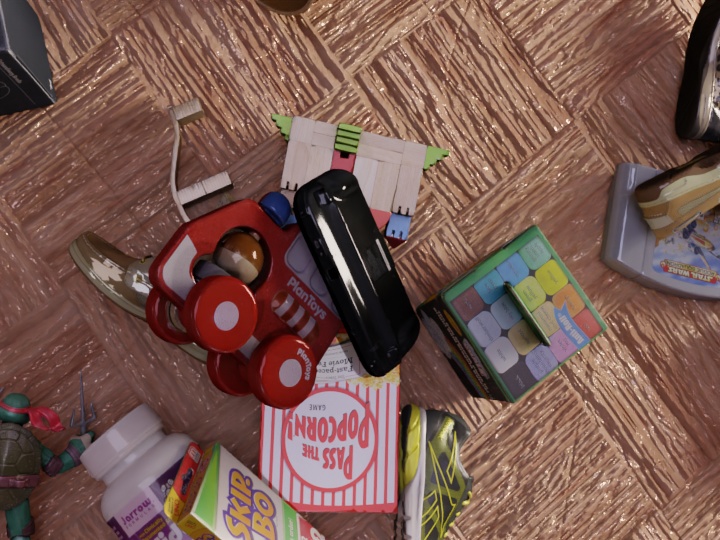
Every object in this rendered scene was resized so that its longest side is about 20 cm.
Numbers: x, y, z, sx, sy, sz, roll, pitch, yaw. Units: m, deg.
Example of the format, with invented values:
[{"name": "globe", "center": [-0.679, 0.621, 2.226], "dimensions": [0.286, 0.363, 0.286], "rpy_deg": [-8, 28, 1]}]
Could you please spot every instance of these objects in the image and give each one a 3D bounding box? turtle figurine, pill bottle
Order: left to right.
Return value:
[{"name": "turtle figurine", "center": [-0.348, 0.193, 0.738], "dimensions": [0.145, 0.101, 0.206], "rpy_deg": [12, 87, -4]}, {"name": "pill bottle", "center": [-0.183, 0.236, 0.739], "dimensions": [0.112, 0.112, 0.201], "rpy_deg": [-39, 88, -10]}]

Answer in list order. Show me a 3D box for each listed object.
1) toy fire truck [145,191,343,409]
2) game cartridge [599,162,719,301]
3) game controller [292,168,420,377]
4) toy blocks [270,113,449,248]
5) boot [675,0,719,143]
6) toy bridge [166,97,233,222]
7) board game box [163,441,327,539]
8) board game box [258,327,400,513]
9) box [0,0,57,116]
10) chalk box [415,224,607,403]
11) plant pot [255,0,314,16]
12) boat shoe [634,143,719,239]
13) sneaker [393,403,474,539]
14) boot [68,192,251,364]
[{"name": "toy fire truck", "center": [-0.096, 0.021, 0.714], "dimensions": [0.200, 0.111, 0.170], "rpy_deg": [47, 63, -28]}, {"name": "game cartridge", "center": [0.382, -0.038, 0.876], "dimensions": [0.194, 0.042, 0.137], "rpy_deg": [13, 77, -4]}, {"name": "game controller", "center": [0.000, 0.000, 0.747], "dimensions": [0.041, 0.104, 0.204], "rpy_deg": [-18, 102, 28]}, {"name": "toy blocks", "center": [-0.014, -0.081, 0.818], "dimensions": [0.194, 0.100, 0.141], "rpy_deg": [11, 93, -4]}, {"name": "boot", "center": [0.468, -0.238, 0.891], "dimensions": [0.146, 0.073, 0.206], "rpy_deg": [15, 85, -3]}, {"name": "toy bridge", "center": [-0.173, -0.088, 0.825], "dimensions": [0.066, 0.027, 0.204], "rpy_deg": [-23, 87, -7]}, {"name": "board game box", "center": [-0.096, 0.249, 0.708], "dimensions": [0.030, 0.096, 0.200], "rpy_deg": [-40, 107, 21]}, {"name": "board game box", "center": [-0.033, 0.149, 0.799], "dimensions": [0.147, 0.046, 0.206], "rpy_deg": [2, 82, -5]}, {"name": "box", "center": [-0.433, -0.220, 0.753], "dimensions": [0.194, 0.148, 0.110], "rpy_deg": [-14, 84, -8]}, {"name": "chalk box", "center": [0.150, 0.046, 0.755], "dimensions": [0.123, 0.200, 0.126], "rpy_deg": [-34, 87, -9]}, {"name": "plant pot", "center": [-0.050, -0.418, 0.818], "dimensions": [0.186, 0.186, 0.200], "rpy_deg": [45, 68, 1]}, {"name": "boat shoe", "center": [0.405, -0.096, 0.842], "dimensions": [0.196, 0.072, 0.078], "rpy_deg": [-25, 97, 0]}, {"name": "sneaker", "center": [0.080, 0.245, 0.785], "dimensions": [0.082, 0.074, 0.206], "rpy_deg": [2, 82, -6]}, {"name": "boot", "center": [-0.183, -0.018, 0.772], "dimensions": [0.198, 0.072, 0.156], "rpy_deg": [35, 99, -6]}]
